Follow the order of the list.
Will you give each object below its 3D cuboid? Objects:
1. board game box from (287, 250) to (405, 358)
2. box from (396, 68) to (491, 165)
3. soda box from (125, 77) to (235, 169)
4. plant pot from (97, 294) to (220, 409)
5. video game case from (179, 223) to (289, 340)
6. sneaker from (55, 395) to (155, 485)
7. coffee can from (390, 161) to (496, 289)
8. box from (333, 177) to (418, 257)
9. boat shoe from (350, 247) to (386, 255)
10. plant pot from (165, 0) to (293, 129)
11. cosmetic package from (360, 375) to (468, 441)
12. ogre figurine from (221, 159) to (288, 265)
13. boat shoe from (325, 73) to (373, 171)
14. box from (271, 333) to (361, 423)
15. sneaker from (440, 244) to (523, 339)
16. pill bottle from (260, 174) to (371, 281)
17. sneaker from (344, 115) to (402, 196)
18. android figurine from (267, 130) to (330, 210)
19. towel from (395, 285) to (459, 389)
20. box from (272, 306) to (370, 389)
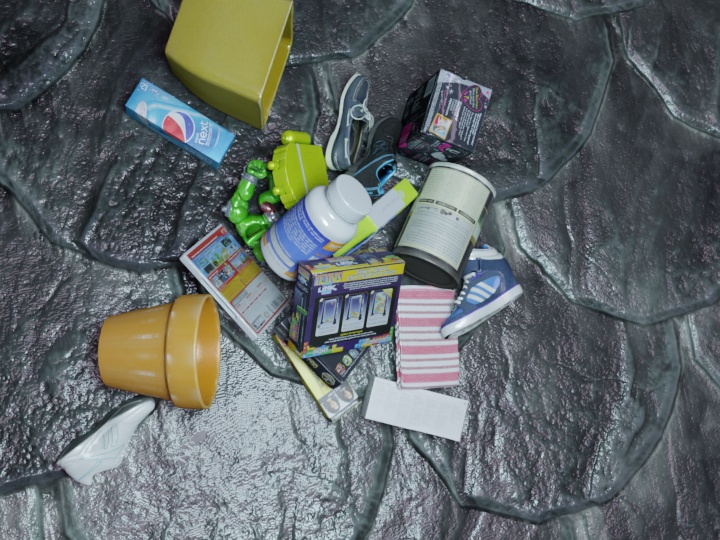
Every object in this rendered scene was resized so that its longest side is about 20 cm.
[{"bbox_3d":[-0.025,0.058,1.550,0.198,0.057,0.167,-7,116,-35],"label":"board game box"},{"bbox_3d":[0.156,-0.286,1.675,0.114,0.200,0.133,19,83,-12],"label":"box"},{"bbox_3d":[-0.337,-0.272,1.625,0.199,0.068,0.065,31,80,-10],"label":"soda box"},{"bbox_3d":[-0.357,0.143,1.542,0.181,0.200,0.203,0,86,3],"label":"plant pot"},{"bbox_3d":[-0.229,0.019,1.610,0.200,0.017,0.143,49,33,-6],"label":"video game case"},{"bbox_3d":[-0.445,0.303,1.567,0.200,0.070,0.081,-39,104,-7],"label":"sneaker"},{"bbox_3d":[0.160,-0.086,1.681,0.145,0.146,0.202,27,75,-10],"label":"coffee can"},{"bbox_3d":[0.017,-0.092,1.622,0.048,0.122,0.200,52,39,-4],"label":"box"},{"bbox_3d":[-0.002,-0.002,1.646,0.200,0.063,0.074,-17,76,-42],"label":"boat shoe"},{"bbox_3d":[-0.245,-0.403,1.599,0.198,0.196,0.196,18,82,-3],"label":"plant pot"},{"bbox_3d":[0.105,0.269,1.703,0.198,0.051,0.083,16,85,-12],"label":"cosmetic package"},{"bbox_3d":[-0.179,-0.099,1.632,0.120,0.098,0.201,-38,137,-9],"label":"ogre figurine"},{"bbox_3d":[-0.012,-0.287,1.686,0.061,0.075,0.202,8,71,32],"label":"boat shoe"},{"bbox_3d":[-0.084,0.187,1.662,0.075,0.050,0.201,-33,93,-15],"label":"box"},{"bbox_3d":[0.211,0.031,1.727,0.199,0.081,0.147,-29,76,-17],"label":"sneaker"},{"bbox_3d":[-0.075,-0.077,1.524,0.112,0.200,0.113,32,38,-29],"label":"pill bottle"},{"bbox_3d":[0.044,-0.213,1.662,0.201,0.081,0.073,-63,143,-27],"label":"sneaker"},{"bbox_3d":[-0.107,-0.172,1.625,0.041,0.199,0.184,-12,90,30],"label":"android figurine"},{"bbox_3d":[0.128,0.131,1.707,0.145,0.030,0.202,3,81,-32],"label":"towel"},{"bbox_3d":[-0.047,0.097,1.643,0.161,0.049,0.200,45,54,-5],"label":"box"}]
